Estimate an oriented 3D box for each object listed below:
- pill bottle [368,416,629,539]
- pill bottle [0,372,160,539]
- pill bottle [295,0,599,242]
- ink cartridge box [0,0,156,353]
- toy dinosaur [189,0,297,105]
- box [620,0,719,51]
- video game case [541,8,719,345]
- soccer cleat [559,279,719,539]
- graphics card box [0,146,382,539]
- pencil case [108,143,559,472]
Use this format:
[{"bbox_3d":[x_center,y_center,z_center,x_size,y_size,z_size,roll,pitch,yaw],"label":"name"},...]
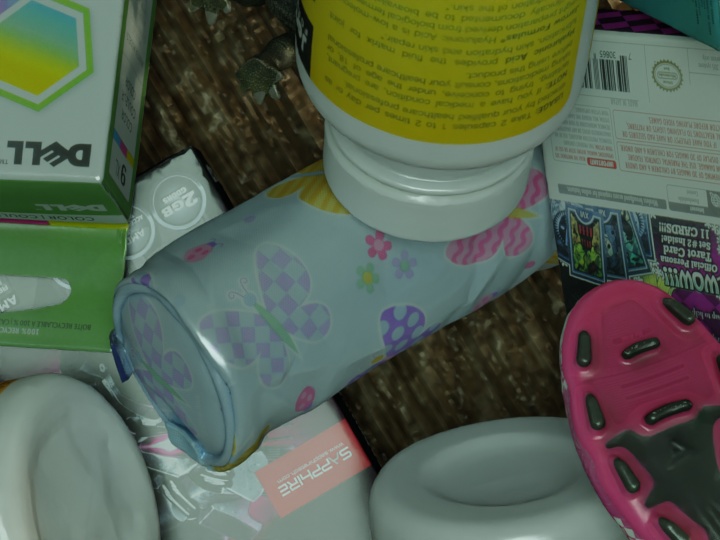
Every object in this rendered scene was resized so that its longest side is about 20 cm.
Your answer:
[{"bbox_3d":[0.068,0.170,1.011,0.111,0.112,0.202,-7,110,1],"label":"pill bottle"},{"bbox_3d":[-0.189,0.115,1.004,0.199,0.116,0.117,-13,90,25],"label":"pill bottle"},{"bbox_3d":[0.032,-0.107,0.907,0.110,0.201,0.112,2,47,-3],"label":"pill bottle"},{"bbox_3d":[-0.143,-0.074,1.022,0.103,0.059,0.202,3,75,9],"label":"ink cartridge box"},{"bbox_3d":[-0.024,-0.127,1.045,0.200,0.102,0.077,39,120,15],"label":"toy dinosaur"},{"bbox_3d":[0.141,-0.123,0.936,0.082,0.200,0.050,-8,104,-6],"label":"box"},{"bbox_3d":[0.150,-0.002,0.935,0.036,0.199,0.183,-21,109,-35],"label":"video game case"},{"bbox_3d":[0.129,0.101,0.932,0.069,0.086,0.201,-25,72,-12],"label":"soccer cleat"},{"bbox_3d":[-0.072,0.064,1.059,0.125,0.051,0.201,-29,89,1],"label":"graphics card box"},{"bbox_3d":[0.000,0.000,1.006,0.199,0.083,0.091,-32,116,-25],"label":"pencil case"}]
